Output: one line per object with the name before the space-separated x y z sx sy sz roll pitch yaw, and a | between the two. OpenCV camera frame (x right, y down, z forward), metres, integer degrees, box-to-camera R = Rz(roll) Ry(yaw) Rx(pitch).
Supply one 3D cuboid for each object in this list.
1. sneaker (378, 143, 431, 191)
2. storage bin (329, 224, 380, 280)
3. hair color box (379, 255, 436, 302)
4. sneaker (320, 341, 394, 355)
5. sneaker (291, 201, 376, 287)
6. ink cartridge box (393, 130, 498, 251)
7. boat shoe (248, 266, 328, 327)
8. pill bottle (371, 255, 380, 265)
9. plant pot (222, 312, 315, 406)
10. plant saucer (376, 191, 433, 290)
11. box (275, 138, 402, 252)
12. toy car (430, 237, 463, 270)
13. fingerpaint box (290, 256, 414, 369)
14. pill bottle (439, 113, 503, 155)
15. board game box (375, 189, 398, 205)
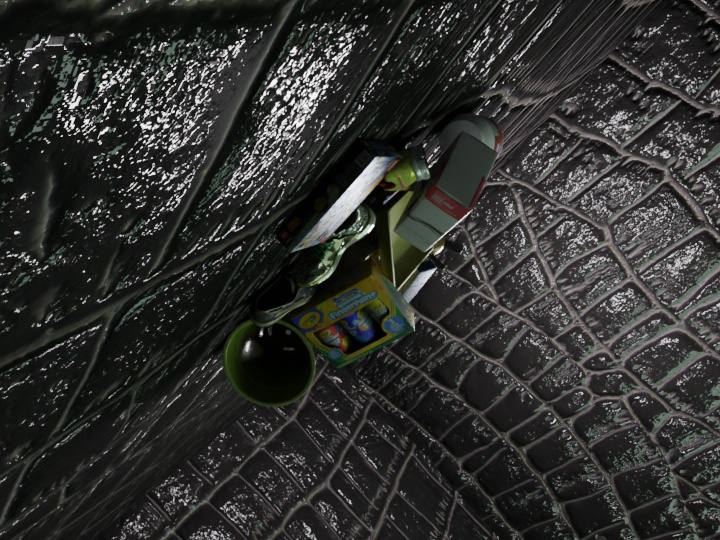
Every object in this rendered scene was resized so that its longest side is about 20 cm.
sneaker | 0.064 -0.175 1.085 0.090 0.079 0.200 -17 178 -1
storage bin | 0.000 0.000 1.376 0.198 0.093 0.201 -35 147 -50
hair color box | 0.091 0.020 1.473 0.060 0.100 0.200 -15 152 -37
sneaker | -0.006 0.159 1.418 0.078 0.198 0.100 -83 170 -56
sneaker | -0.060 -0.057 1.109 0.200 0.077 0.089 -49 161 0
ink cartridge box | 0.156 -0.143 1.154 0.146 0.084 0.200 -61 -175 -27
boat shoe | -0.129 0.035 1.192 0.200 0.075 0.073 -42 174 -22
pill bottle | 0.081 -0.086 1.549 0.200 0.111 0.111 -40 173 -25
plant pot | -0.179 0.168 1.363 0.200 0.200 0.190 -45 -175 16
plant saucer | 0.091 -0.089 1.303 0.200 0.048 0.201 -46 139 -45
box | -0.031 -0.117 0.953 0.200 0.040 0.137 -46 172 20
toy car | 0.195 -0.101 1.750 0.164 0.200 0.158 -41 174 -21
fingerpaint box | -0.015 0.093 1.262 0.199 0.167 0.074 -28 -151 18
pill bottle | 0.226 -0.265 1.262 0.112 0.112 0.200 -46 173 23
board game box | 0.086 -0.182 1.356 0.103 0.019 0.200 -46 174 5
